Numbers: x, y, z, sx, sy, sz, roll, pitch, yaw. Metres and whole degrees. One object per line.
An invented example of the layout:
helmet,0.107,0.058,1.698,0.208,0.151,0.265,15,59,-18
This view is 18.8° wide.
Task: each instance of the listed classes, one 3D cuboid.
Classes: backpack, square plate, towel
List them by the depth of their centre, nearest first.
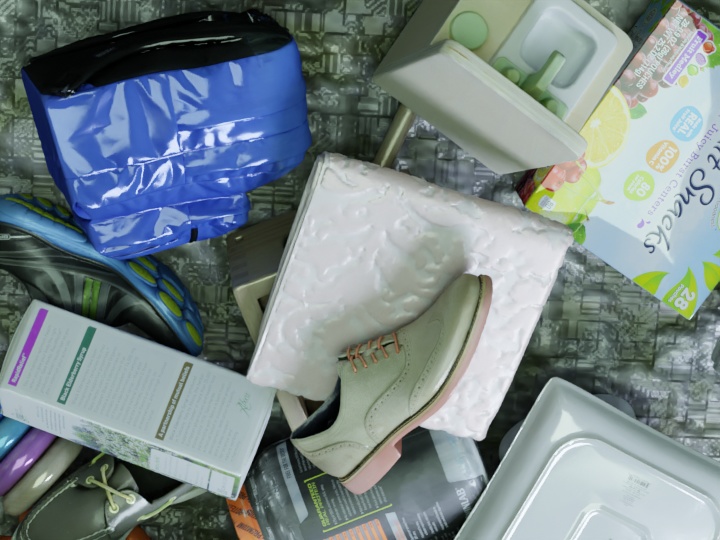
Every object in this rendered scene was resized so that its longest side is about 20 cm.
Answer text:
towel,0.034,0.022,1.619,0.200,0.032,0.191,16,113,-13
backpack,-0.138,-0.109,1.643,0.200,0.163,0.168,-18,114,-12
square plate,0.186,0.211,1.686,0.200,0.028,0.198,28,102,-10

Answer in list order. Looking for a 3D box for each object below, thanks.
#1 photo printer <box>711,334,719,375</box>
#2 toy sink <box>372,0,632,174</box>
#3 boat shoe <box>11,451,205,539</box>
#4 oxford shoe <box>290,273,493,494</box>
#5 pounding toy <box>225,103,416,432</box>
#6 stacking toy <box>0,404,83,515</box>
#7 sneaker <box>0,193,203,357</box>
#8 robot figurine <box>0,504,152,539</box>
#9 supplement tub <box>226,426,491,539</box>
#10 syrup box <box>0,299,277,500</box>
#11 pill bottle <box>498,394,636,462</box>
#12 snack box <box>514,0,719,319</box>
photo printer,0.385,0.012,1.720,0.166,0.069,0.200,16,104,-34
toy sink,0.112,-0.158,1.610,0.130,0.200,0.112,35,81,-10
boat shoe,-0.186,0.169,1.708,0.202,0.060,0.072,-28,67,-30
oxford shoe,0.024,0.075,1.588,0.074,0.071,0.200,31,109,-15
pounding toy,0.000,0.000,1.701,0.184,0.142,0.200,-20,115,3
stacking toy,-0.318,0.100,1.722,0.200,0.085,0.085,43,98,-6
sneaker,-0.212,0.014,1.716,0.200,0.071,0.083,30,107,-5
robot figurine,-0.220,0.283,1.755,0.117,0.144,0.200,-29,105,25
supplement tub,0.000,0.176,1.737,0.200,0.123,0.123,-21,104,2
syrup box,-0.172,0.099,1.665,0.200,0.079,0.082,21,69,1
pill bottle,0.196,0.211,1.761,0.116,0.116,0.200,-21,105,2
snack box,0.248,-0.091,1.712,0.169,0.068,0.200,35,101,-12
